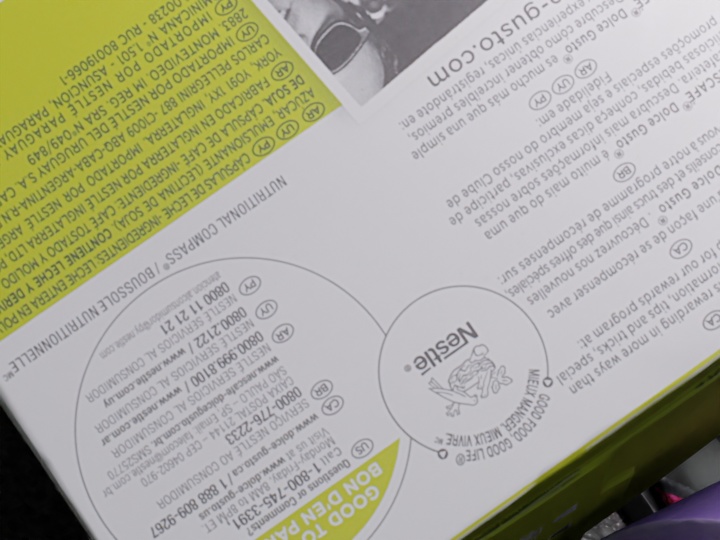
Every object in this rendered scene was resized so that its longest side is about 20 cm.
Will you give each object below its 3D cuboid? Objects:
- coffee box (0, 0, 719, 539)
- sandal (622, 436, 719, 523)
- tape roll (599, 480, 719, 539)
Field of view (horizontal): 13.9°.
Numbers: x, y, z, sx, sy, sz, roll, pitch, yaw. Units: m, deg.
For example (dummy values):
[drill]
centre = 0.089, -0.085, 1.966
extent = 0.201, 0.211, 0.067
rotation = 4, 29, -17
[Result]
[coffee box]
centre = -0.006, -0.010, 0.782
extent = 0.200, 0.200, 0.198
rotation = -35, 80, -6
[sandal]
centre = 0.130, 0.080, 0.976
extent = 0.075, 0.045, 0.200
rotation = -17, 56, -42
[tape roll]
centre = 0.133, 0.148, 0.777
extent = 0.085, 0.200, 0.200
rotation = -19, 58, -42
